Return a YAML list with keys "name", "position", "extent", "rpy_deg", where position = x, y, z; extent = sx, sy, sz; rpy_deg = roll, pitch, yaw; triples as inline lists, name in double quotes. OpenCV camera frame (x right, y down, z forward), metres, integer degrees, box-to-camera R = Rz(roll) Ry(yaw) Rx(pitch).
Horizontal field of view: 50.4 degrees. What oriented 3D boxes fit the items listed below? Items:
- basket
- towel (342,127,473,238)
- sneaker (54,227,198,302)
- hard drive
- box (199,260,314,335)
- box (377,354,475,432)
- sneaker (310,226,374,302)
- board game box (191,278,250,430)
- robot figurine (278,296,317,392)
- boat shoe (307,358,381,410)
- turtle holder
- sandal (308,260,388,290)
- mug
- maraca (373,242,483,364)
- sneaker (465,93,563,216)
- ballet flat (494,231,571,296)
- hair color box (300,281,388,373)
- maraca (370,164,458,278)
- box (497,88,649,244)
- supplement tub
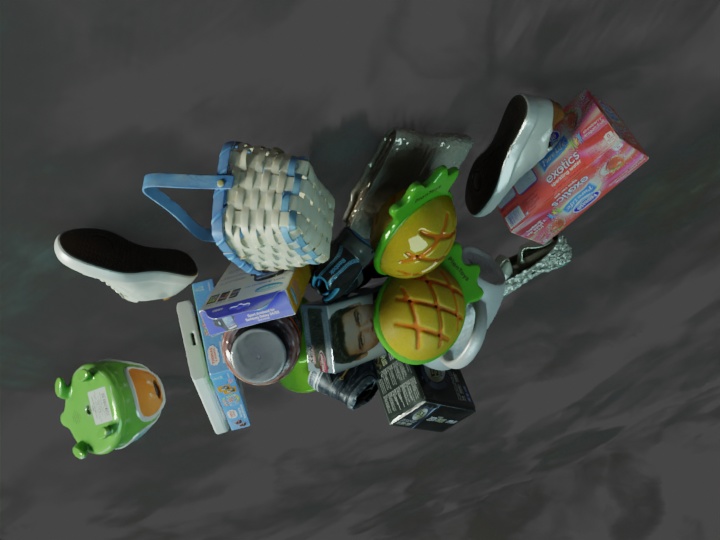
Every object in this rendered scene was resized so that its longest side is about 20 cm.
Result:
- name: "basket"
  position: [-0.137, -0.071, 0.918]
  extent: [0.197, 0.141, 0.176]
  rpy_deg: [-2, 163, 13]
- name: "towel"
  position: [0.060, -0.117, 1.060]
  extent: [0.131, 0.035, 0.201]
  rpy_deg: [-2, 142, -32]
- name: "sneaker"
  position: [-0.307, 0.006, 0.978]
  extent: [0.085, 0.073, 0.199]
  rpy_deg: [-41, 145, 25]
- name: "hard drive"
  position: [-0.242, 0.154, 1.184]
  extent: [0.026, 0.133, 0.201]
  rpy_deg: [-15, 148, -10]
- name: "box"
  position: [-0.128, 0.020, 0.989]
  extent: [0.118, 0.201, 0.042]
  rpy_deg: [-14, 114, 14]
- name: "box"
  position: [0.098, 0.171, 1.354]
  extent: [0.086, 0.202, 0.163]
  rpy_deg: [-37, 145, 26]
- name: "sneaker"
  position: [-0.039, 0.003, 1.046]
  extent: [0.082, 0.073, 0.200]
  rpy_deg: [-47, 174, -15]
- name: "board game box"
  position: [-0.208, 0.131, 1.153]
  extent: [0.036, 0.153, 0.201]
  rpy_deg: [-14, 148, -8]
- name: "robot figurine"
  position: [-0.097, 0.126, 1.247]
  extent: [0.174, 0.116, 0.201]
  rpy_deg: [-24, 150, -10]
- name: "boat shoe"
  position: [0.007, 0.153, 1.227]
  extent: [0.200, 0.090, 0.072]
  rpy_deg: [-34, 148, -49]
- name: "turtle holder"
  position: [-0.387, 0.218, 1.188]
  extent: [0.131, 0.141, 0.186]
  rpy_deg: [-10, 141, -51]
- name: "sandal"
  position: [0.000, 0.000, 1.185]
  extent: [0.198, 0.045, 0.075]
  rpy_deg: [-3, 146, -28]
- name: "mug"
  position: [0.155, 0.069, 1.241]
  extent: [0.146, 0.201, 0.176]
  rpy_deg: [21, 124, -23]
- name: "maraca"
  position: [0.101, 0.045, 1.118]
  extent: [0.200, 0.137, 0.107]
  rpy_deg: [-47, -169, -23]
- name: "sneaker"
  position: [0.215, -0.149, 1.053]
  extent: [0.084, 0.073, 0.201]
  rpy_deg: [-1, 141, -26]
- name: "ballet flat"
  position: [0.272, -0.012, 1.327]
  extent: [0.198, 0.072, 0.072]
  rpy_deg: [-26, 149, -4]
- name: "hair color box"
  position: [0.005, 0.081, 1.157]
  extent: [0.060, 0.101, 0.199]
  rpy_deg: [-1, -171, 44]
- name: "maraca"
  position: [0.073, -0.062, 1.007]
  extent: [0.137, 0.107, 0.201]
  rpy_deg: [-36, 159, -25]
- name: "box"
  position: [0.291, -0.144, 1.097]
  extent: [0.094, 0.103, 0.200]
  rpy_deg: [13, 133, -44]
- name: "supplement tub"
  position: [-0.132, 0.091, 1.040]
  extent: [0.106, 0.108, 0.200]
  rpy_deg: [-21, -170, 0]
